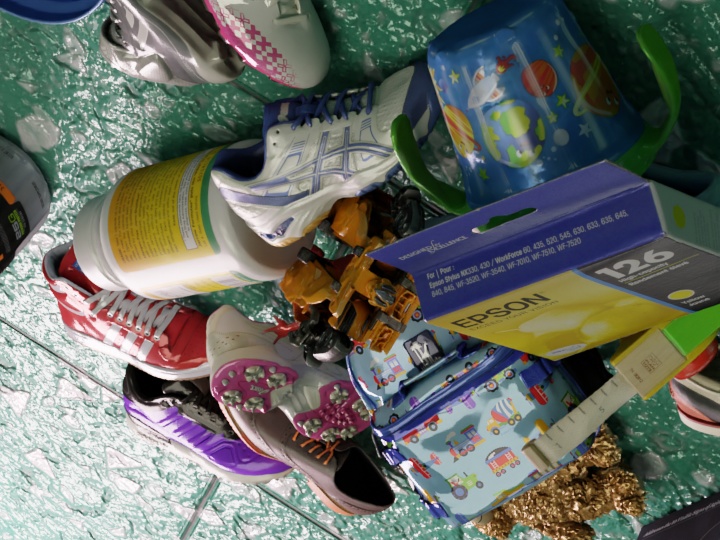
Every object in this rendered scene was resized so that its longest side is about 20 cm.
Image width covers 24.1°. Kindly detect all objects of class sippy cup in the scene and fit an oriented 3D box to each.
[{"bbox_3d":[0.111,-0.111,1.121,0.131,0.177,0.140,62,176,-17],"label":"sippy cup"}]

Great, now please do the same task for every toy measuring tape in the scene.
[{"bbox_3d":[0.197,0.069,1.231,0.200,0.074,0.074,-42,96,5],"label":"toy measuring tape"}]

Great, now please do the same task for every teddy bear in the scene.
[{"bbox_3d":[0.152,0.182,1.440,0.199,0.067,0.145,1,129,34],"label":"teddy bear"}]

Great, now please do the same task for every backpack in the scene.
[{"bbox_3d":[0.075,0.068,1.302,0.182,0.135,0.200,-29,104,22],"label":"backpack"}]

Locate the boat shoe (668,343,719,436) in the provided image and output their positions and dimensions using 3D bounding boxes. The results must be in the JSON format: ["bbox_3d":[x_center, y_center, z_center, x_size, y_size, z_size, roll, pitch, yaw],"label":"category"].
[{"bbox_3d":[0.317,0.090,1.229,0.199,0.071,0.063,7,132,36],"label":"boat shoe"}]

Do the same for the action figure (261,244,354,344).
[{"bbox_3d":[0.002,0.060,1.418,0.099,0.065,0.200,-26,113,38],"label":"action figure"}]

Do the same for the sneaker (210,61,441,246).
[{"bbox_3d":[-0.026,-0.096,1.227,0.200,0.075,0.088,-37,115,27],"label":"sneaker"}]

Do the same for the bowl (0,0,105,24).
[{"bbox_3d":[-0.260,-0.280,1.269,0.200,0.039,0.201,19,140,17],"label":"bowl"}]

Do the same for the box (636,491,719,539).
[{"bbox_3d":[0.293,0.282,1.340,0.124,0.197,0.200,40,141,-10],"label":"box"}]

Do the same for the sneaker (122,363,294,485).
[{"bbox_3d":[-0.144,0.133,1.596,0.199,0.070,0.100,15,136,21],"label":"sneaker"}]

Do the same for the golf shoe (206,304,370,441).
[{"bbox_3d":[-0.058,0.086,1.469,0.075,0.092,0.200,-40,139,19],"label":"golf shoe"}]

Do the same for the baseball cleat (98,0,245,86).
[{"bbox_3d":[-0.168,-0.192,1.231,0.106,0.070,0.200,-11,142,30],"label":"baseball cleat"}]

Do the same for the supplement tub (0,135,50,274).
[{"bbox_3d":[-0.373,-0.024,1.487,0.122,0.200,0.123,19,140,17],"label":"supplement tub"}]

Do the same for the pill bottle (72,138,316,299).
[{"bbox_3d":[-0.141,-0.036,1.382,0.199,0.113,0.113,-11,124,42],"label":"pill bottle"}]

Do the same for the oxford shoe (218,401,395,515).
[{"bbox_3d":[-0.044,0.152,1.536,0.200,0.071,0.072,40,159,-23],"label":"oxford shoe"}]

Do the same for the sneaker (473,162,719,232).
[{"bbox_3d":[0.166,-0.052,1.186,0.199,0.074,0.082,3,133,18],"label":"sneaker"}]

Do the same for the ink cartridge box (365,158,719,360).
[{"bbox_3d":[0.141,0.000,1.100,0.197,0.047,0.199,-21,156,40],"label":"ink cartridge box"}]

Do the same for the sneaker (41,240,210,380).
[{"bbox_3d":[-0.205,0.029,1.528,0.199,0.071,0.113,12,140,28],"label":"sneaker"}]

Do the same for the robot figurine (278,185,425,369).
[{"bbox_3d":[0.000,0.000,1.227,0.058,0.145,0.200,31,-176,-19],"label":"robot figurine"}]

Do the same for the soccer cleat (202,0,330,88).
[{"bbox_3d":[-0.076,-0.214,1.182,0.086,0.070,0.200,-18,119,46],"label":"soccer cleat"}]
